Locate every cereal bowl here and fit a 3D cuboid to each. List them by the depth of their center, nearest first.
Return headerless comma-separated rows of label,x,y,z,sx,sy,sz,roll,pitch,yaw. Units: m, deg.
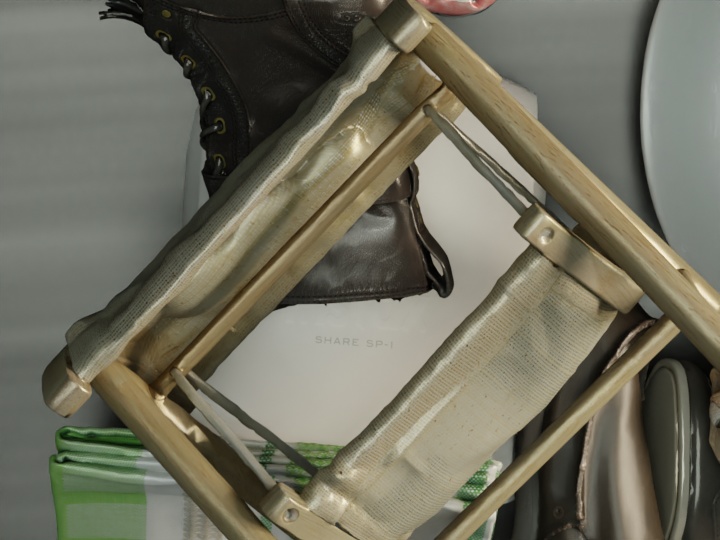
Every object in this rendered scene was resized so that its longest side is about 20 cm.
cereal bowl,0.214,-0.069,0.983,0.083,0.200,0.202,-5,99,-34

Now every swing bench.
swing bench,0.015,0.027,0.896,0.200,0.130,0.199,44,98,-8

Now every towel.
towel,-0.039,0.132,1.034,0.198,0.031,0.150,4,136,0

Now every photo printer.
photo printer,0.000,0.000,1.037,0.165,0.069,0.202,5,98,-1

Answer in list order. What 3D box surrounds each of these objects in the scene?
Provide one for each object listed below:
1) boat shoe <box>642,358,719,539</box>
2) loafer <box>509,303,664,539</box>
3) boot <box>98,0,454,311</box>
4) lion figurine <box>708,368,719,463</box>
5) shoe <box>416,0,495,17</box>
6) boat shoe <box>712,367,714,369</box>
boat shoe,0.158,0.138,1.062,0.057,0.067,0.202,-2,100,-16
loafer,0.110,0.106,1.029,0.071,0.073,0.201,17,106,27
boot,-0.059,-0.064,0.963,0.198,0.069,0.175,4,108,14
lion figurine,0.245,0.076,0.966,0.199,0.072,0.123,-11,66,23
shoe,-0.016,-0.179,1.001,0.199,0.091,0.072,34,96,-4
boat shoe,0.259,0.044,1.052,0.198,0.072,0.062,8,118,5
